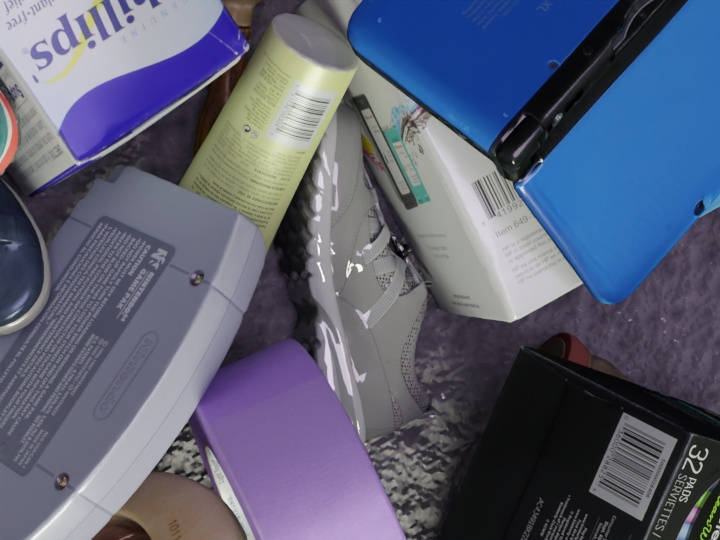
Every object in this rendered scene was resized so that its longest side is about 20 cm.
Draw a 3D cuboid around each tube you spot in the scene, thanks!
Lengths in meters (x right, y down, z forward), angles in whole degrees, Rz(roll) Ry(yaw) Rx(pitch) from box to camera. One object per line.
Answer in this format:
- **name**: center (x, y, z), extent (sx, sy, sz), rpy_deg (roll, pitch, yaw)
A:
- **tube**: center (-0.068, -0.043, 0.874), extent (0.052, 0.058, 0.201), rpy_deg (-4, 133, -46)

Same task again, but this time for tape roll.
- **tape roll**: center (-0.026, 0.140, 0.845), extent (0.065, 0.200, 0.201), rpy_deg (-22, 96, -10)

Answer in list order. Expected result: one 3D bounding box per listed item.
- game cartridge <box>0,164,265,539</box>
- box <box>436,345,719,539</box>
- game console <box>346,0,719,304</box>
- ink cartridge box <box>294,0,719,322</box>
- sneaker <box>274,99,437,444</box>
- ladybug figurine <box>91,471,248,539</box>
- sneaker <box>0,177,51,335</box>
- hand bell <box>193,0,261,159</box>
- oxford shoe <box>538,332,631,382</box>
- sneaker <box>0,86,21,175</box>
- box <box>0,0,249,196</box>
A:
- **game cartridge**: center (-0.136, 0.046, 0.822), extent (0.201, 0.133, 0.040), rpy_deg (-57, 134, -11)
- **box**: center (0.158, 0.147, 0.875), extent (0.199, 0.124, 0.149), rpy_deg (21, 95, -45)
- **game console**: center (0.122, -0.119, 0.815), extent (0.170, 0.118, 0.200), rpy_deg (39, 81, 22)
- **ink cartridge box**: center (0.079, -0.096, 0.890), extent (0.146, 0.146, 0.201), rpy_deg (-27, 96, -11)
- **sneaker**: center (0.000, 0.000, 0.920), extent (0.081, 0.075, 0.202), rpy_deg (-9, 105, -18)
- **ladybug figurine**: center (-0.133, 0.185, 0.823), extent (0.199, 0.072, 0.136), rpy_deg (-32, 57, 13)
- **sneaker**: center (-0.232, -0.055, 0.824), extent (0.075, 0.085, 0.200), rpy_deg (-37, 78, -7)
- **hand bell**: center (-0.071, -0.125, 0.901), extent (0.103, 0.104, 0.202), rpy_deg (3, 104, -13)
- **oxford shoe**: center (0.102, 0.141, 0.942), extent (0.074, 0.070, 0.201), rpy_deg (29, 86, -17)
- **sneaker**: center (-0.245, -0.018, 0.731), extent (0.200, 0.093, 0.070), rpy_deg (-41, 86, 10)
- **box**: center (-0.169, -0.152, 0.812), extent (0.105, 0.184, 0.201), rpy_deg (-35, 99, -16)
